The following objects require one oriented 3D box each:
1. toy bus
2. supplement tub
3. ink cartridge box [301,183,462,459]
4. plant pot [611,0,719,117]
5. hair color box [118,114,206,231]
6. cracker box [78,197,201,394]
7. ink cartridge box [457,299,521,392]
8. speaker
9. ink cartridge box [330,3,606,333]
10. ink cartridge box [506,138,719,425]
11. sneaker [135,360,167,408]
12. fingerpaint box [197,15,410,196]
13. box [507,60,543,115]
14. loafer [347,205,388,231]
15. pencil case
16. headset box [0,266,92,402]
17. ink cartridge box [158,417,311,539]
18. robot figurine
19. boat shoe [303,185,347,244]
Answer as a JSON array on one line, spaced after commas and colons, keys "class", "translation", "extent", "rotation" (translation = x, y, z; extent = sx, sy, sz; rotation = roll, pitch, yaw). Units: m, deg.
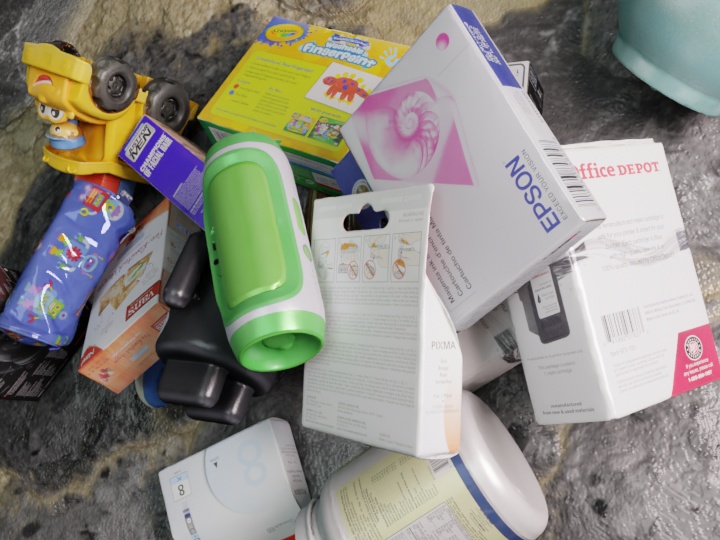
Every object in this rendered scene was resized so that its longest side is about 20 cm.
[{"class": "toy bus", "translation": [-0.323, -0.165, 0.945], "extent": [0.135, 0.199, 0.194], "rotation": [23, 96, 29]}, {"class": "supplement tub", "translation": [0.053, 0.219, 0.703], "extent": [0.199, 0.145, 0.146], "rotation": [-37, 66, 13]}, {"class": "ink cartridge box", "translation": [0.015, 0.039, 0.634], "extent": [0.161, 0.050, 0.203], "rotation": [-1, 83, 52]}, {"class": "plant pot", "translation": [0.306, -0.223, 0.675], "extent": [0.201, 0.199, 0.135], "rotation": [48, 127, 26]}, {"class": "hair color box", "translation": [-0.179, -0.094, 0.905], "extent": [0.199, 0.109, 0.065], "rotation": [37, 94, 27]}, {"class": "cracker box", "translation": [-0.247, 0.022, 0.881], "extent": [0.133, 0.058, 0.201], "rotation": [-38, 35, 20]}, {"class": "ink cartridge box", "translation": [0.109, 0.028, 0.754], "extent": [0.199, 0.084, 0.147], "rotation": [-33, 67, 15]}, {"class": "speaker", "translation": [-0.086, -0.019, 0.669], "extent": [0.088, 0.088, 0.202], "rotation": [-25, 60, 18]}, {"class": "ink cartridge box", "translation": [0.060, -0.062, 0.605], "extent": [0.200, 0.043, 0.198], "rotation": [-43, 66, 36]}, {"class": "ink cartridge box", "translation": [0.193, 0.006, 0.620], "extent": [0.083, 0.144, 0.203], "rotation": [-22, 79, 56]}, {"class": "sneaker", "translation": [-0.174, 0.083, 0.876], "extent": [0.111, 0.077, 0.201], "rotation": [28, 85, 41]}, {"class": "fingerpaint box", "translation": [-0.051, -0.184, 0.859], "extent": [0.198, 0.074, 0.168], "rotation": [20, 67, 27]}, {"class": "box", "translation": [0.099, -0.080, 0.704], "extent": [0.115, 0.060, 0.203], "rotation": [0, 75, 26]}, {"class": "loafer", "translation": [0.000, 0.000, 0.723], "extent": [0.069, 0.075, 0.203], "rotation": [-8, 75, 20]}, {"class": "pencil case", "translation": [-0.331, -0.005, 0.881], "extent": [0.202, 0.086, 0.078], "rotation": [-65, 19, -15]}, {"class": "headset box", "translation": [-0.445, 0.077, 0.939], "extent": [0.077, 0.200, 0.149], "rotation": [43, 98, 27]}, {"class": "ink cartridge box", "translation": [-0.124, 0.283, 0.827], "extent": [0.159, 0.047, 0.202], "rotation": [-27, 66, 17]}, {"class": "robot figurine", "translation": [-0.123, 0.045, 0.756], "extent": [0.123, 0.151, 0.202], "rotation": [19, 65, -1]}, {"class": "boat shoe", "translation": [-0.029, -0.008, 0.845], "extent": [0.066, 0.072, 0.203], "rotation": [0, 67, -9]}]
